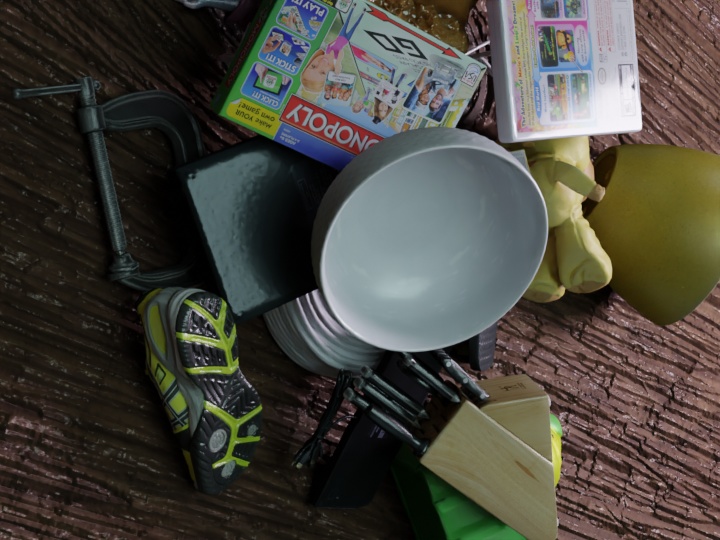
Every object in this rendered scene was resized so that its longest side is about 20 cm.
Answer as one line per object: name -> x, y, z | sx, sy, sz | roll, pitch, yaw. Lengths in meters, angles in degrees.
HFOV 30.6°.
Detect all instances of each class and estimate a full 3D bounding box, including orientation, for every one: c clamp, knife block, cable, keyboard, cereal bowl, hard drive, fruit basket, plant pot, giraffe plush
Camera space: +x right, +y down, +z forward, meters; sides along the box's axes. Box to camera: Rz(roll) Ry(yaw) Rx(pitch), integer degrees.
c clamp -> -0.193, -0.069, 1.096 | 0.171, 0.027, 0.201 | -25, 103, -44
knife block -> 0.079, 0.158, 1.165 | 0.175, 0.064, 0.201 | -9, 105, -10
cable -> 0.000, 0.000, 1.214 | 0.200, 0.069, 0.201 | -13, 98, -32
keyboard -> 0.004, 0.132, 1.200 | 0.127, 0.021, 0.200 | 12, 110, -45
cereal bowl -> 0.050, -0.034, 1.097 | 0.199, 0.083, 0.201 | -9, 123, -15
hard drive -> -0.053, -0.053, 1.123 | 0.200, 0.033, 0.140 | -24, 103, -28
fruit basket -> 0.143, 0.210, 1.308 | 0.215, 0.155, 0.216 | -3, 97, -24
plant pot -> 0.313, -0.059, 1.442 | 0.142, 0.200, 0.200 | 26, 70, -10
giraffe plush -> 0.183, -0.089, 1.335 | 0.162, 0.172, 0.200 | -67, 161, -44

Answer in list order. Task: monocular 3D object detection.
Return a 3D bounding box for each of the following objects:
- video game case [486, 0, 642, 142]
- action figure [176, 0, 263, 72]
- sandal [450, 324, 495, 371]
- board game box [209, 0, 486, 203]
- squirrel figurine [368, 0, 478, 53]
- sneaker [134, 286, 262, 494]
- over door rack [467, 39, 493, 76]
video game case -> 0.192, -0.226, 1.242 | 0.182, 0.024, 0.201 | -8, 95, -37
action figure -> -0.059, -0.229, 1.135 | 0.149, 0.200, 0.134 | -7, 50, -46
sandal -> 0.106, 0.063, 1.280 | 0.200, 0.048, 0.076 | 54, 43, -77
board game box -> -0.007, -0.152, 1.082 | 0.200, 0.029, 0.135 | 22, 102, -31
squirrel figurine -> 0.016, -0.274, 1.211 | 0.186, 0.141, 0.201 | 16, 76, -33
sneaker -> -0.137, 0.098, 1.109 | 0.075, 0.076, 0.201 | -30, 126, -40
over door rack -> 0.201, -0.243, 1.357 | 0.200, 0.148, 0.067 | -45, 116, -32
